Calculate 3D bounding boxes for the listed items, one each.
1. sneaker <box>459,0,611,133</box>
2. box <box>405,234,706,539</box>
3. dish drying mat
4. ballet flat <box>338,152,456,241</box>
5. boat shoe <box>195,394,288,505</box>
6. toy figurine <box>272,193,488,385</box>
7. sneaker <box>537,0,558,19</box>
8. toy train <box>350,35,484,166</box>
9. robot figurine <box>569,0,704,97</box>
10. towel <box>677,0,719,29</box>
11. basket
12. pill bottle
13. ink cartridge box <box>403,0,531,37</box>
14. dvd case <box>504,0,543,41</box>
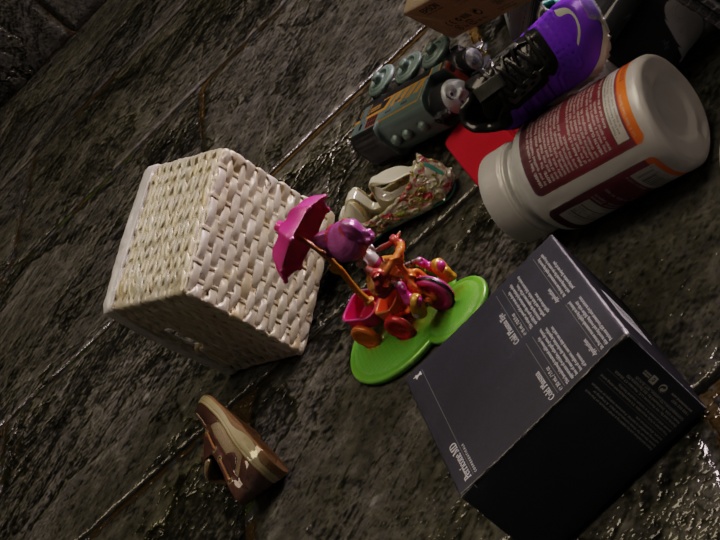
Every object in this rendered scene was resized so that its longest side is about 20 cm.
[{"bbox_3d":[0.152,-0.180,1.496,0.099,0.070,0.200,-20,-16,-29],"label":"sneaker"},{"bbox_3d":[0.153,0.100,1.326,0.182,0.104,0.200,-44,25,10],"label":"box"},{"bbox_3d":[0.143,-0.135,1.777,0.077,0.018,0.200,-47,25,9],"label":"dish drying mat"},{"bbox_3d":[0.024,-0.079,1.844,0.200,0.064,0.076,-31,31,37],"label":"ballet flat"},{"bbox_3d":[-0.144,0.195,1.737,0.072,0.072,0.200,-50,31,-3],"label":"boat shoe"},{"bbox_3d":[0.000,0.000,1.629,0.200,0.184,0.150,-15,41,50],"label":"toy figurine"},{"bbox_3d":[0.211,-0.248,1.734,0.200,0.091,0.078,-39,26,23],"label":"sneaker"},{"bbox_3d":[0.069,-0.198,1.917,0.200,0.085,0.114,-21,42,51],"label":"toy train"},{"bbox_3d":[0.255,-0.229,1.592,0.200,0.150,0.125,-53,38,-8],"label":"robot figurine"},{"bbox_3d":[0.324,-0.301,1.503,0.086,0.200,0.166,-52,19,30],"label":"towel"},{"bbox_3d":[-0.156,-0.011,1.863,0.161,0.198,0.201,-14,55,46],"label":"basket"},{"bbox_3d":[0.214,-0.108,1.506,0.200,0.114,0.114,-28,32,38],"label":"pill bottle"},{"bbox_3d":[0.140,-0.364,1.791,0.200,0.075,0.165,-14,57,64],"label":"ink cartridge box"},{"bbox_3d":[0.193,-0.341,1.870,0.200,0.025,0.151,-97,12,-57],"label":"dvd case"}]
